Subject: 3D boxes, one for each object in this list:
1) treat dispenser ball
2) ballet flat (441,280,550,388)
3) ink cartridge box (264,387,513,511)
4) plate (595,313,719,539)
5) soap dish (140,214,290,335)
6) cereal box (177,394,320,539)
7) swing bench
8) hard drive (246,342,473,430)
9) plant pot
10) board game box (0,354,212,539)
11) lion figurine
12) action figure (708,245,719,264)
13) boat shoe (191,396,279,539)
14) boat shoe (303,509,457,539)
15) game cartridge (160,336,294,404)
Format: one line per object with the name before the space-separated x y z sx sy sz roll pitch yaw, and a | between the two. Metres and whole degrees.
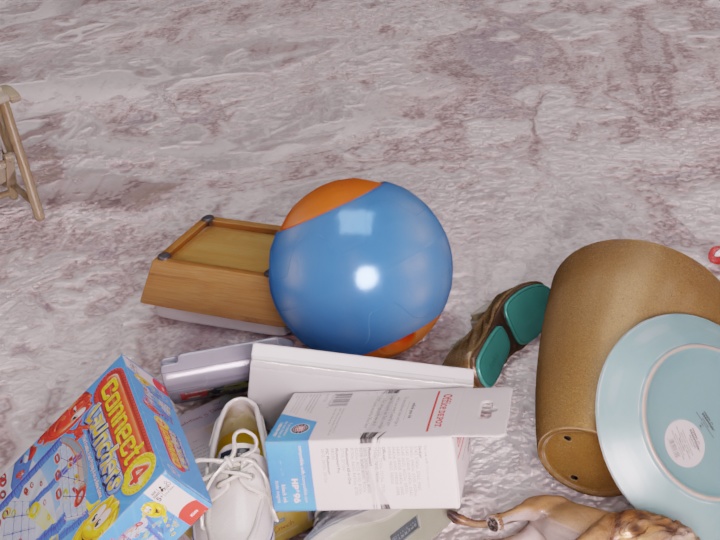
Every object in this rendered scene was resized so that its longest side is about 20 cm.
treat dispenser ball | 0.000 0.000 1.357 0.200 0.201 0.201 -4 27 2
ballet flat | 0.141 0.071 1.358 0.072 0.068 0.200 -10 24 37
ink cartridge box | 0.030 0.151 1.072 0.200 0.068 0.116 -3 15 11
plate | 0.295 0.132 1.082 0.200 0.200 0.026 -21 -7 -27
soap dish | -0.143 0.002 1.509 0.200 0.081 0.157 9 30 23
cereal box | -0.133 0.197 1.178 0.144 0.040 0.200 -22 31 -28
swing bench | -0.570 -0.147 1.743 0.199 0.200 0.130 -22 31 -29
hard drive | -0.005 0.120 1.167 0.200 0.132 0.026 7 56 -3
plant pot | 0.240 0.106 1.166 0.186 0.187 0.200 8 45 24
board game box | -0.234 0.198 1.065 0.196 0.056 0.200 -46 32 3
lion figurine | 0.179 0.220 1.045 0.122 0.073 0.200 -17 24 -36
action figure | 0.505 -0.034 1.447 0.200 0.099 0.065 1 27 18
boat shoe | -0.106 0.176 1.076 0.074 0.086 0.202 -1 30 3
boat shoe | -0.001 0.226 1.080 0.201 0.070 0.071 -24 22 -39
game cartridge | -0.130 0.101 1.258 0.133 0.041 0.200 -14 -8 -8
